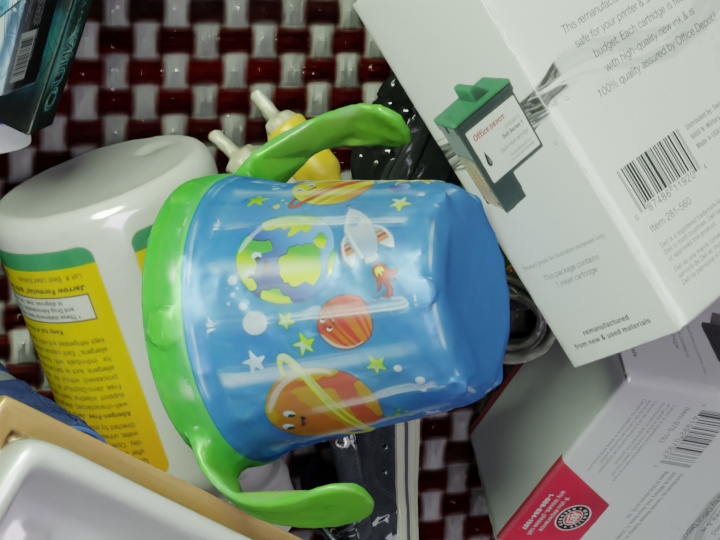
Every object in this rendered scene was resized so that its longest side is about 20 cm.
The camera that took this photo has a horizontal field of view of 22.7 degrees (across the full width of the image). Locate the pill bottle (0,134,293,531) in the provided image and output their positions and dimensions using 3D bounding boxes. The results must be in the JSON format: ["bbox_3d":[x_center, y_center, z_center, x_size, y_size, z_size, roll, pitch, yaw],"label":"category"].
[{"bbox_3d":[-0.098,0.044,0.884,0.113,0.113,0.200,-23,111,-15],"label":"pill bottle"}]

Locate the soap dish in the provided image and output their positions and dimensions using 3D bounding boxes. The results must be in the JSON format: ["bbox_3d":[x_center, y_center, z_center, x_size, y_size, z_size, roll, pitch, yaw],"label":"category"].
[{"bbox_3d":[-0.126,0.154,0.777,0.200,0.081,0.157,33,84,-41],"label":"soap dish"}]

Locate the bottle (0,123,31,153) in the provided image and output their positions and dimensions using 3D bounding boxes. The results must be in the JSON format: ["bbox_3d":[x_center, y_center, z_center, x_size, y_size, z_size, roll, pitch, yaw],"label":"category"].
[{"bbox_3d":[-0.183,-0.154,0.815,0.065,0.083,0.200,-26,116,-53],"label":"bottle"}]

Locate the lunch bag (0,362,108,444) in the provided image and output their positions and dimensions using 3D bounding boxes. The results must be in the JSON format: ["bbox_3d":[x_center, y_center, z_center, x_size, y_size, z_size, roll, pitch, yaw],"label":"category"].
[{"bbox_3d":[-0.196,0.136,0.857,0.136,0.132,0.200,-20,116,-32],"label":"lunch bag"}]

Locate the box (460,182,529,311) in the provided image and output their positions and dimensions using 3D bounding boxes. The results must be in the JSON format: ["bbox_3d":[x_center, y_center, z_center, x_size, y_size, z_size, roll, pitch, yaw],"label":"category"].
[{"bbox_3d":[0.146,-0.050,0.955,0.200,0.038,0.137,-6,126,-29],"label":"box"}]

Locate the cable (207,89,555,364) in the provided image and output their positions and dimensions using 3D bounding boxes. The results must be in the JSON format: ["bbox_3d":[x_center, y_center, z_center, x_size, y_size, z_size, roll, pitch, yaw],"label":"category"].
[{"bbox_3d":[0.000,0.000,0.904,0.200,0.050,0.097,35,100,10],"label":"cable"}]

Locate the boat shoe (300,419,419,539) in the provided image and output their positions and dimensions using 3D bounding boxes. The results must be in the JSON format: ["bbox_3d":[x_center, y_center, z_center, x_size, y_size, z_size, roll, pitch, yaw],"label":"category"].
[{"bbox_3d":[-0.001,0.122,0.963,0.062,0.075,0.200,-4,113,-7],"label":"boat shoe"}]

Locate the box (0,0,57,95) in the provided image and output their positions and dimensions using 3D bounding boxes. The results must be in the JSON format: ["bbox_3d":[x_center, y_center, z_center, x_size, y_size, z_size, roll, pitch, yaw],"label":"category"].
[{"bbox_3d":[-0.172,-0.187,0.712,0.137,0.040,0.200,22,108,7],"label":"box"}]

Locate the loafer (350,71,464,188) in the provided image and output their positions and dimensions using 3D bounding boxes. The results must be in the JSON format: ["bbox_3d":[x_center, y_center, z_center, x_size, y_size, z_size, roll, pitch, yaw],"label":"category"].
[{"bbox_3d":[0.065,-0.117,0.934,0.070,0.068,0.201,20,101,-33],"label":"loafer"}]

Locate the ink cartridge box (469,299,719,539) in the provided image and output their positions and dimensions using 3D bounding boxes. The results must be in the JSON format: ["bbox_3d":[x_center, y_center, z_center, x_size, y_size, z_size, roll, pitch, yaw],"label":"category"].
[{"bbox_3d":[0.184,0.090,0.992,0.200,0.083,0.145,11,131,-25],"label":"ink cartridge box"}]

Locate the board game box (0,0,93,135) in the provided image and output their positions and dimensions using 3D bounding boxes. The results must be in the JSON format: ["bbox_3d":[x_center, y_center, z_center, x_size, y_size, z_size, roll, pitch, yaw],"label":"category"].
[{"bbox_3d":[-0.204,-0.160,0.765,0.200,0.028,0.135,24,111,6],"label":"board game box"}]

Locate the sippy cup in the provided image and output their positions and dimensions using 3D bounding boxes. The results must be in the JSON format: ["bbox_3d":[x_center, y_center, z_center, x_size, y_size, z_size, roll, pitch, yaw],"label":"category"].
[{"bbox_3d":[-0.008,0.016,0.795,0.130,0.140,0.178,-8,93,24],"label":"sippy cup"}]

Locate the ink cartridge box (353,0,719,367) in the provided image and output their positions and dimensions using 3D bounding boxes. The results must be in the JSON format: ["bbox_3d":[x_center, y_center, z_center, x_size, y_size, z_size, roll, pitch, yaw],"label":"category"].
[{"bbox_3d":[0.112,-0.081,0.821,0.146,0.084,0.200,-34,94,-35],"label":"ink cartridge box"}]
